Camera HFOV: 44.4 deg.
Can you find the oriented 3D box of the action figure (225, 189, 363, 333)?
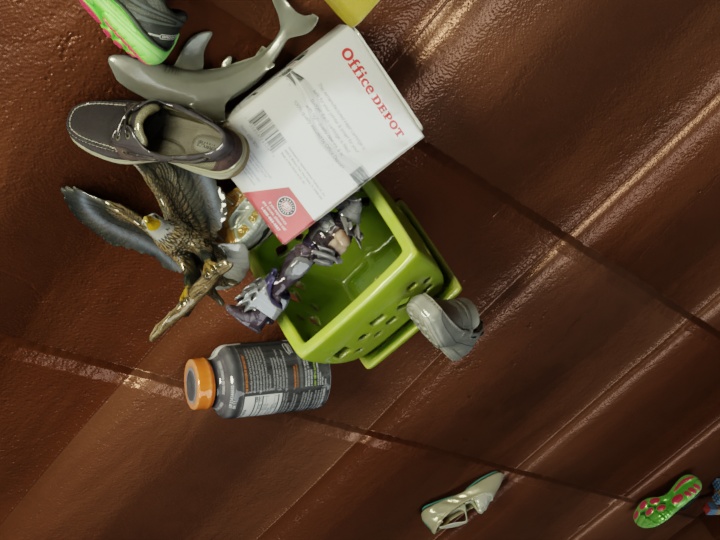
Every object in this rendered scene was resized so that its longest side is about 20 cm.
[{"bbox_3d":[-0.066,-0.017,1.016,0.069,0.130,0.200,39,100,-16],"label":"action figure"}]

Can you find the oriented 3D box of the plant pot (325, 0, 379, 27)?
[{"bbox_3d":[-0.024,-0.370,0.751,0.176,0.201,0.200,32,113,-33],"label":"plant pot"}]

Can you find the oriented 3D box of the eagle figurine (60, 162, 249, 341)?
[{"bbox_3d":[-0.218,-0.053,0.983,0.151,0.201,0.151,-28,159,-28],"label":"eagle figurine"}]

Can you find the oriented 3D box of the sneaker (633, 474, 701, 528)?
[{"bbox_3d":[0.811,0.617,2.314,0.199,0.077,0.084,-33,136,6],"label":"sneaker"}]

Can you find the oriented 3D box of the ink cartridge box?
[{"bbox_3d":[-0.053,-0.152,0.973,0.199,0.083,0.147,-37,110,1],"label":"ink cartridge box"}]

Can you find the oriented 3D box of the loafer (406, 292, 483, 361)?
[{"bbox_3d":[0.108,0.059,1.079,0.070,0.070,0.200,-42,159,3],"label":"loafer"}]

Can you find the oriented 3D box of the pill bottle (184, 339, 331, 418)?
[{"bbox_3d":[-0.151,0.156,1.273,0.198,0.107,0.107,-1,133,-28],"label":"pill bottle"}]

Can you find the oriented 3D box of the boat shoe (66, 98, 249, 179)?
[{"bbox_3d":[-0.211,-0.142,0.891,0.065,0.198,0.073,64,43,-72],"label":"boat shoe"}]

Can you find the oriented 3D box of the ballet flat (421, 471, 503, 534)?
[{"bbox_3d":[0.226,0.498,1.875,0.199,0.070,0.070,-26,140,-4],"label":"ballet flat"}]

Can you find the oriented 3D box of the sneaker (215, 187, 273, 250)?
[{"bbox_3d":[-0.100,-0.102,1.078,0.200,0.076,0.088,-41,167,4],"label":"sneaker"}]

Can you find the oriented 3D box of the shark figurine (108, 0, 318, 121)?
[{"bbox_3d":[-0.139,-0.199,0.931,0.213,0.090,0.129,-22,141,-5],"label":"shark figurine"}]

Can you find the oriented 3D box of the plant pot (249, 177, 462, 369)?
[{"bbox_3d":[0.000,0.000,1.136,0.199,0.201,0.181,-42,146,15],"label":"plant pot"}]

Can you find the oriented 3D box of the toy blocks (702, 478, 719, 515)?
[{"bbox_3d":[1.034,0.615,2.451,0.135,0.100,0.201,6,130,-19],"label":"toy blocks"}]

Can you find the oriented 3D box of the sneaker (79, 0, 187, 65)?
[{"bbox_3d":[-0.232,-0.284,0.813,0.084,0.076,0.200,-50,140,-13],"label":"sneaker"}]
